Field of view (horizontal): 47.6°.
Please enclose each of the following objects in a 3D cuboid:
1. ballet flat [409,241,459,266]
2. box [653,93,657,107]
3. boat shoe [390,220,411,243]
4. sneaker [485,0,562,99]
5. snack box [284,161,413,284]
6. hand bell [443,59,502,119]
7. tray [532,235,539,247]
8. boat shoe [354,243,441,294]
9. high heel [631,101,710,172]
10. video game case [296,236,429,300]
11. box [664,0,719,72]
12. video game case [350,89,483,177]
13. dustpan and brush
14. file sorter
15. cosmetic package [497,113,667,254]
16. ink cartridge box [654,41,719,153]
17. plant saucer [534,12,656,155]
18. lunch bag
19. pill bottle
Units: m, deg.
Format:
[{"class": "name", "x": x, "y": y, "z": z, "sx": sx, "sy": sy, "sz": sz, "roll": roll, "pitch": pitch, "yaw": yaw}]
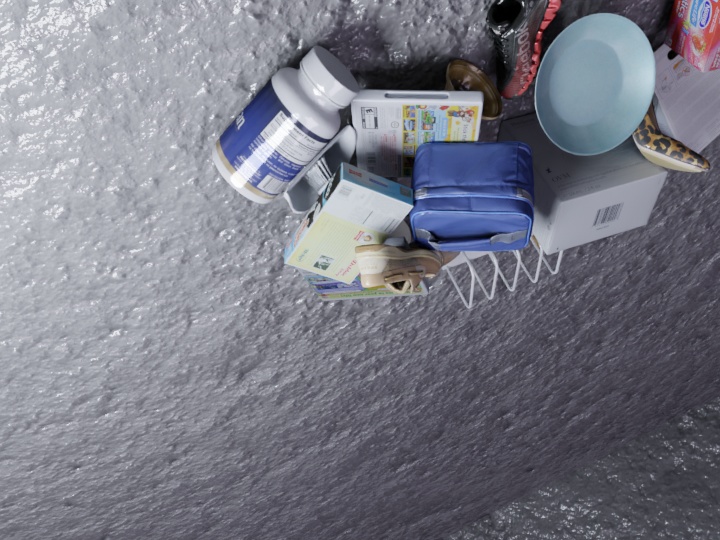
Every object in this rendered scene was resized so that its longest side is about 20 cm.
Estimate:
[{"class": "ballet flat", "x": 0.082, "y": -0.008, "z": 1.427, "sx": 0.197, "sy": 0.068, "sz": 0.069, "roll": -14, "pitch": 122, "yaw": 11}, {"class": "box", "x": 0.519, "y": -0.298, "z": 1.407, "sx": 0.197, "sy": 0.050, "sz": 0.083, "roll": -1, "pitch": 137, "yaw": -33}, {"class": "boat shoe", "x": 0.000, "y": -0.062, "z": 1.349, "sx": 0.061, "sy": 0.074, "sz": 0.198, "roll": -24, "pitch": 159, "yaw": 40}, {"class": "sneaker", "x": 0.214, "y": -0.327, "z": 1.146, "sx": 0.096, "sy": 0.071, "sz": 0.202, "roll": -12, "pitch": 141, "yaw": -21}, {"class": "snack box", "x": -0.021, "y": -0.063, "z": 1.191, "sx": 0.115, "sy": 0.038, "sz": 0.200, "roll": 18, "pitch": 137, "yaw": -22}, {"class": "hand bell", "x": 0.111, "y": -0.212, "z": 1.237, "sx": 0.103, "sy": 0.106, "sz": 0.200, "roll": 5, "pitch": 148, "yaw": -37}, {"class": "tray", "x": 0.387, "y": -0.133, "z": 1.548, "sx": 0.097, "sy": 0.037, "sz": 0.201, "roll": -19, "pitch": 146, "yaw": -12}, {"class": "boat shoe", "x": 0.056, "y": 0.003, "z": 1.197, "sx": 0.070, "sy": 0.066, "sz": 0.199, "roll": -7, "pitch": 172, "yaw": 35}, {"class": "high heel", "x": 0.462, "y": -0.241, "z": 1.245, "sx": 0.144, "sy": 0.198, "sz": 0.071, "roll": -62, "pitch": 153, "yaw": 4}, {"class": "video game case", "x": 0.000, "y": 0.000, "z": 1.349, "sx": 0.196, "sy": 0.022, "sz": 0.182, "roll": -4, "pitch": 153, "yaw": 16}, {"class": "box", "x": 0.535, "y": -0.411, "z": 1.203, "sx": 0.094, "sy": 0.100, "sz": 0.202, "roll": -16, "pitch": 136, "yaw": -14}, {"class": "video game case", "x": 0.080, "y": -0.193, "z": 1.181, "sx": 0.178, "sy": 0.023, "sz": 0.201, "roll": 2, "pitch": 155, "yaw": 4}, {"class": "dustpan and brush", "x": -0.059, "y": -0.127, "z": 1.220, "sx": 0.140, "sy": 0.057, "sz": 0.200, "roll": -47, "pitch": -176, "yaw": -12}, {"class": "file sorter", "x": 0.263, "y": -0.038, "z": 1.511, "sx": 0.197, "sy": 0.126, "sz": 0.140, "roll": -20, "pitch": 146, "yaw": -10}, {"class": "cosmetic package", "x": 0.352, "y": -0.161, "z": 1.340, "sx": 0.196, "sy": 0.201, "sz": 0.124, "roll": -16, "pitch": 141, "yaw": -15}, {"class": "ink cartridge box", "x": 0.547, "y": -0.307, "z": 1.356, "sx": 0.162, "sy": 0.050, "sz": 0.201, "roll": -40, "pitch": 112, "yaw": -7}, {"class": "plant saucer", "x": 0.338, "y": -0.273, "z": 1.198, "sx": 0.197, "sy": 0.039, "sz": 0.205, "roll": -6, "pitch": 113, "yaw": -15}, {"class": "lunch bag", "x": 0.154, "y": -0.097, "z": 1.191, "sx": 0.196, "sy": 0.135, "sz": 0.136, "roll": -1, "pitch": 156, "yaw": 9}, {"class": "pill bottle", "x": -0.096, "y": -0.194, "z": 1.079, "sx": 0.200, "sy": 0.112, "sz": 0.110, "roll": -43, "pitch": 143, "yaw": 22}]
